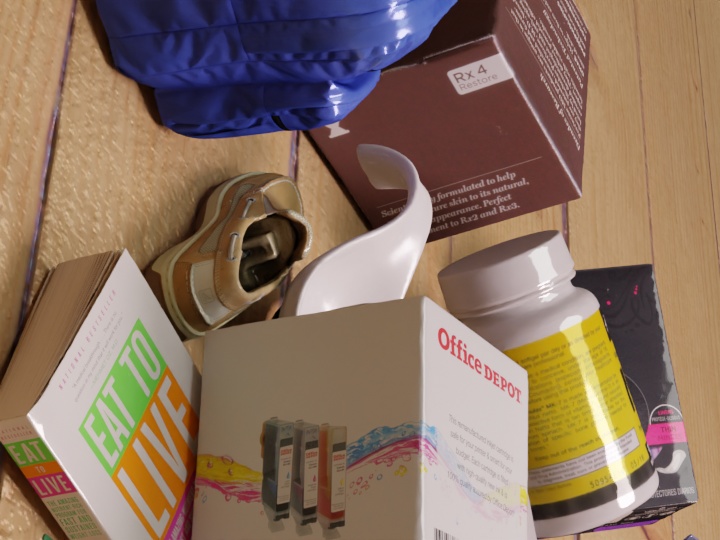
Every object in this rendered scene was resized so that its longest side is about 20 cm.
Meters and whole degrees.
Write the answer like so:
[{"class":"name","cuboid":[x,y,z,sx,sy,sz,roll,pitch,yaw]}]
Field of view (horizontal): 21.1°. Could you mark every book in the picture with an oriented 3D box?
[{"class":"book","cuboid":[-0.120,0.108,1.043,0.200,0.048,0.134,61,29,-31]}]

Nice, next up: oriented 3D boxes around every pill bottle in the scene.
[{"class":"pill bottle","cuboid":[0.132,0.080,1.390,0.114,0.114,0.200,-35,107,-65]}]

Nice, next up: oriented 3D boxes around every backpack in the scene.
[{"class":"backpack","cuboid":[-0.039,-0.175,1.197,0.163,0.200,0.168,-60,138,-59]}]

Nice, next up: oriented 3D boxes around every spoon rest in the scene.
[{"class":"spoon rest","cuboid":[0.000,0.000,1.235,0.099,0.061,0.200,58,40,-40]}]

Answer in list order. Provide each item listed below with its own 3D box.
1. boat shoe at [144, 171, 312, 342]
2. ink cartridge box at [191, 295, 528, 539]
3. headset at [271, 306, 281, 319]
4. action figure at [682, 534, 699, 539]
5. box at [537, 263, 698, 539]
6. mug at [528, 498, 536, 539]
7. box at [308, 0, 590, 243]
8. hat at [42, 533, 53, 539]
[{"class":"boat shoe","cuboid":[-0.062,-0.014,1.200,0.072,0.076,0.200,64,24,-17]},{"class":"ink cartridge box","cuboid":[0.003,0.135,1.067,0.145,0.144,0.200,37,50,-54]},{"class":"headset","cuboid":[0.001,0.084,1.312,0.200,0.094,0.124,16,62,-45]},{"class":"action figure","cuboid":[0.153,0.250,1.307,0.105,0.200,0.193,41,4,-35]},{"class":"box","cuboid":[0.184,0.107,1.564,0.106,0.122,0.200,124,-42,-68]},{"class":"mug","cuboid":[0.039,0.200,1.228,0.149,0.187,0.153,21,53,-30]},{"class":"box","cuboid":[0.067,-0.154,1.462,0.164,0.166,0.200,55,30,-37]},{"class":"hat","cuboid":[-0.222,0.178,0.797,0.200,0.176,0.166,104,-9,-49]}]
